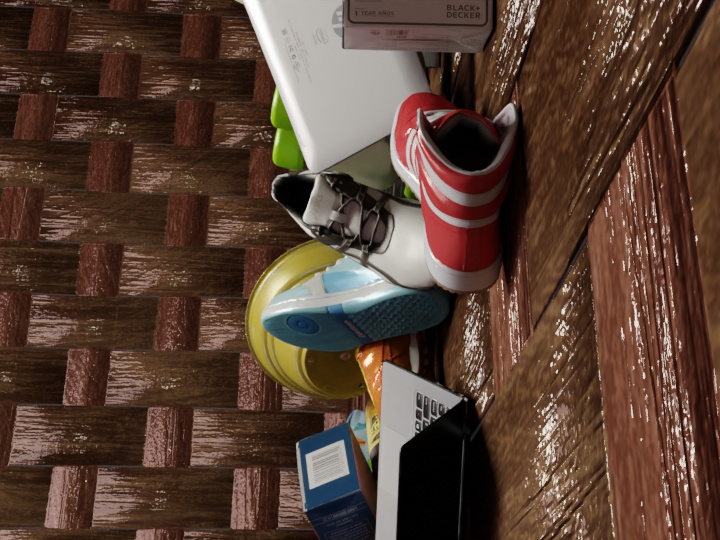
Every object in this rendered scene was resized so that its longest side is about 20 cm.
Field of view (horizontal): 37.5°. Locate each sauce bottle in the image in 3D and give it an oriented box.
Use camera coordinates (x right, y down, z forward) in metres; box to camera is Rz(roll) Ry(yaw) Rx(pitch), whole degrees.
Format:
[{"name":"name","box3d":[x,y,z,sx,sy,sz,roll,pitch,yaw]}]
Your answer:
[{"name":"sauce bottle","box3d":[0.041,0.184,1.080,0.200,0.065,0.067,-104,16,-70]}]

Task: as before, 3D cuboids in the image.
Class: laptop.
[{"name":"laptop","box3d":[0.022,0.190,0.831,0.199,0.114,0.191,19,109,58]}]

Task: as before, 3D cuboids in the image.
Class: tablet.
[{"name":"tablet","box3d":[-0.026,-0.198,0.890,0.014,0.129,0.203,-12,-101,-64]}]

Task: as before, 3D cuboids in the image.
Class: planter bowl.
[{"name":"planter bowl","box3d":[-0.021,0.072,1.124,0.084,0.196,0.204,-111,22,-60]}]

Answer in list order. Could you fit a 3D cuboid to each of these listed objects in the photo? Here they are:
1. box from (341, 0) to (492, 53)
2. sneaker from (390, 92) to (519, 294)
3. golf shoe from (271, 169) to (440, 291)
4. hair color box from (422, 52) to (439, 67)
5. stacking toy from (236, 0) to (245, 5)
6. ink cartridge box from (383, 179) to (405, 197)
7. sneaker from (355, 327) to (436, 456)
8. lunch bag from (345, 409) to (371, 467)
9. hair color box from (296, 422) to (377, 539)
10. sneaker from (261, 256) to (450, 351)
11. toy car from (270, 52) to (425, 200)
[{"name":"box","box3d":[0.043,-0.274,0.806,0.060,0.114,0.204,101,169,-85]},{"name":"sneaker","box3d":[0.062,-0.093,0.733,0.202,0.070,0.114,-102,9,-46]},{"name":"golf shoe","box3d":[0.000,-0.037,0.917,0.198,0.094,0.079,23,98,42]},{"name":"hair color box","box3d":[0.029,-0.314,1.095,0.064,0.109,0.204,-113,26,-81]},{"name":"stacking toy","box3d":[-0.068,-0.359,1.046,0.147,0.144,0.203,-96,24,-66]},{"name":"ink cartridge box","box3d":[0.032,-0.184,1.294,0.201,0.074,0.167,-93,7,-62]},{"name":"sneaker","box3d":[0.032,0.102,1.016,0.073,0.076,0.202,54,-151,-41]},{"name":"lunch bag","box3d":[0.007,0.279,1.244,0.202,0.081,0.163,-77,-8,-50]},{"name":"hair color box","box3d":[0.001,0.262,1.047,0.101,0.060,0.202,-103,-9,-59]},{"name":"sneaker","box3d":[0.000,0.000,1.020,0.080,0.197,0.132,51,-142,-45]},{"name":"toy car","box3d":[0.017,-0.191,1.010,0.158,0.161,0.203,101,-177,-70]}]
